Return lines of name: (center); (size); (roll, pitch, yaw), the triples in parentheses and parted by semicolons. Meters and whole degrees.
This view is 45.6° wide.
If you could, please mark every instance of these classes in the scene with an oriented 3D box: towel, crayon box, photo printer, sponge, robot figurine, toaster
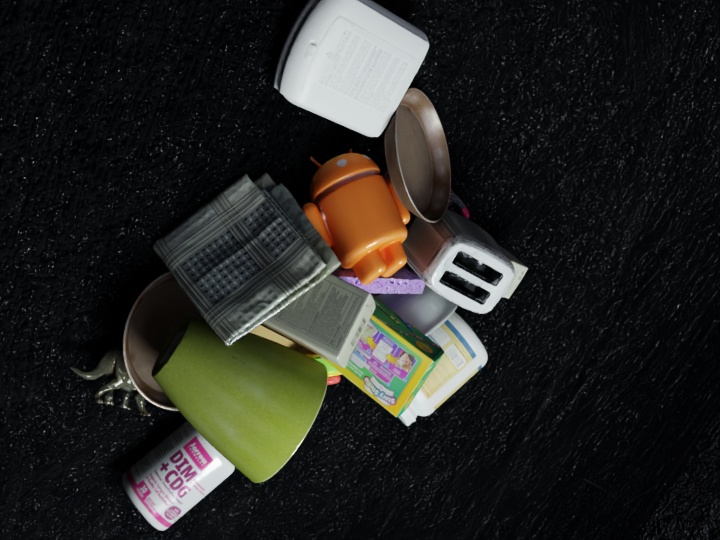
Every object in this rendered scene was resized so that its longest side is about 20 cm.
towel: (-0.154, -0.026, 1.163); (0.199, 0.193, 0.035); (-36, 157, -14)
crayon box: (0.018, 0.120, 1.356); (0.120, 0.199, 0.058); (-58, 167, 24)
photo printer: (-0.017, -0.284, 1.159); (0.198, 0.069, 0.168); (13, 113, -45)
sponge: (0.000, 0.000, 1.347); (0.198, 0.111, 0.030); (4, 113, -45)
robot figurine: (-0.005, -0.084, 1.255); (0.142, 0.202, 0.117); (-25, 170, 8)
toaster: (0.151, -0.019, 1.352); (0.198, 0.129, 0.114); (28, 105, -29)

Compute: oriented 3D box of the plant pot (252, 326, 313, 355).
plant pot: (-0.110, 0.084, 1.399); (0.198, 0.028, 0.202); (-22, 138, -20)

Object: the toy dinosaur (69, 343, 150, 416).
toy dinosaur: (-0.338, 0.148, 1.243); (0.199, 0.076, 0.104); (27, 75, -39)

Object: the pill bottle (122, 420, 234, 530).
pill bottle: (-0.275, 0.312, 1.387); (0.199, 0.113, 0.114); (-40, 140, -9)

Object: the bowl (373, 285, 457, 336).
bowl: (0.060, 0.067, 1.462); (0.200, 0.201, 0.091); (-33, 97, -15)

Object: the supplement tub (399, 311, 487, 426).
supplement tub: (0.123, 0.177, 1.600); (0.199, 0.145, 0.145); (-40, 140, -8)

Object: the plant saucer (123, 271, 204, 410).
plant saucer: (-0.255, 0.096, 1.227); (0.198, 0.034, 0.204); (-6, 99, -42)

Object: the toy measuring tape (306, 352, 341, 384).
toy measuring tape: (-0.088, 0.160, 1.409); (0.197, 0.074, 0.074); (-6, 126, -34)

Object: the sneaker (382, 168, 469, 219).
sneaker: (0.105, -0.123, 1.394); (0.198, 0.075, 0.081); (12, 114, -45)

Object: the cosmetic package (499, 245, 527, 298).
cosmetic package: (0.203, -0.023, 1.540); (0.199, 0.105, 0.072); (18, 108, -49)

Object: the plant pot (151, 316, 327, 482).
plant pot: (-0.177, 0.155, 1.172); (0.199, 0.187, 0.188); (36, 97, -18)

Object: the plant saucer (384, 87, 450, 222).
plant saucer: (0.084, -0.171, 1.291); (0.199, 0.034, 0.204); (21, 66, -59)

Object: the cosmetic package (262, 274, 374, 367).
cosmetic package: (-0.090, 0.043, 1.202); (0.106, 0.198, 0.071); (-61, 165, -11)
